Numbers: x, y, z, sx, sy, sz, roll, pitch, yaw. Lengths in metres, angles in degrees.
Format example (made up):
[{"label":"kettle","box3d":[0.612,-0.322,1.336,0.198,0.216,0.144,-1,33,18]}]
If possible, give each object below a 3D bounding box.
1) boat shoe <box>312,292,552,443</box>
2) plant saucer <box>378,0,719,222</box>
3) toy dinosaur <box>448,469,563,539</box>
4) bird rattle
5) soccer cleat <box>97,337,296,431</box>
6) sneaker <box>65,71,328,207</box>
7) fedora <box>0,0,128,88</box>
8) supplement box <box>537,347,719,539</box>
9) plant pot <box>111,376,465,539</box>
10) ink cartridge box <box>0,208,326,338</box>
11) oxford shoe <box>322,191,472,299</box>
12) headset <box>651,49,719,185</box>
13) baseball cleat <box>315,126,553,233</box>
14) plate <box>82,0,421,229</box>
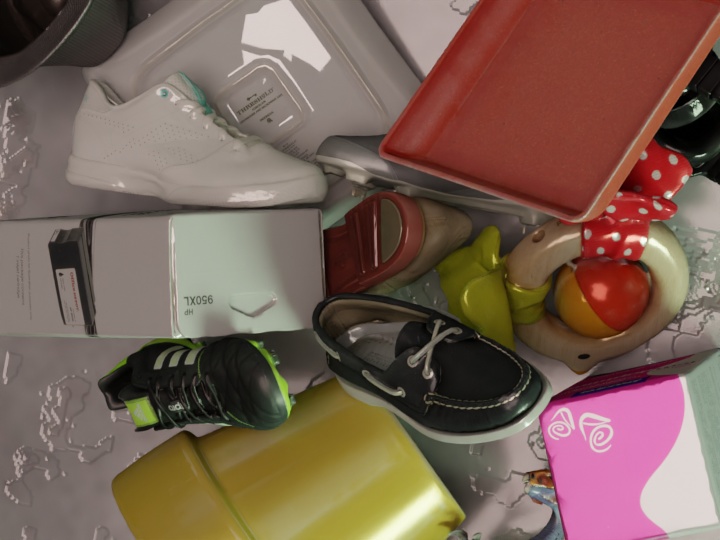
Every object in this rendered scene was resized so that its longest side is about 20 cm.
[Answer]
[{"label":"boat shoe","box3d":[0.039,0.059,1.509,0.200,0.076,0.060,8,139,48]},{"label":"plant saucer","box3d":[0.134,-0.124,1.526,0.200,0.037,0.200,21,73,48]},{"label":"toy dinosaur","box3d":[0.075,0.216,1.626,0.105,0.182,0.200,53,143,-12]},{"label":"bird rattle","box3d":[0.150,-0.006,1.582,0.200,0.163,0.113,-42,39,15]},{"label":"soccer cleat","box3d":[-0.110,0.082,1.568,0.081,0.200,0.068,-28,105,-24]},{"label":"sneaker","box3d":[-0.113,-0.090,1.608,0.199,0.075,0.089,9,95,24]},{"label":"fedora","box3d":[-0.226,-0.203,1.665,0.177,0.090,0.200,-53,52,8]},{"label":"supplement box","box3d":[0.189,0.116,1.539,0.101,0.200,0.104,-13,91,15]},{"label":"plant pot","box3d":[-0.039,0.172,1.615,0.189,0.201,0.201,-35,85,-1]},{"label":"ink cartridge box","box3d":[-0.141,0.001,1.607,0.200,0.144,0.085,0,93,43]},{"label":"oxford shoe","box3d":[0.000,0.000,1.627,0.200,0.075,0.071,-21,71,51]},{"label":"headset","box3d":[0.219,-0.124,1.568,0.200,0.124,0.094,33,74,27]},{"label":"baseball cleat","box3d":[0.072,-0.088,1.619,0.199,0.070,0.107,12,89,-9]},{"label":"plate","box3d":[-0.068,-0.116,1.657,0.199,0.032,0.200,-34,97,14]}]
